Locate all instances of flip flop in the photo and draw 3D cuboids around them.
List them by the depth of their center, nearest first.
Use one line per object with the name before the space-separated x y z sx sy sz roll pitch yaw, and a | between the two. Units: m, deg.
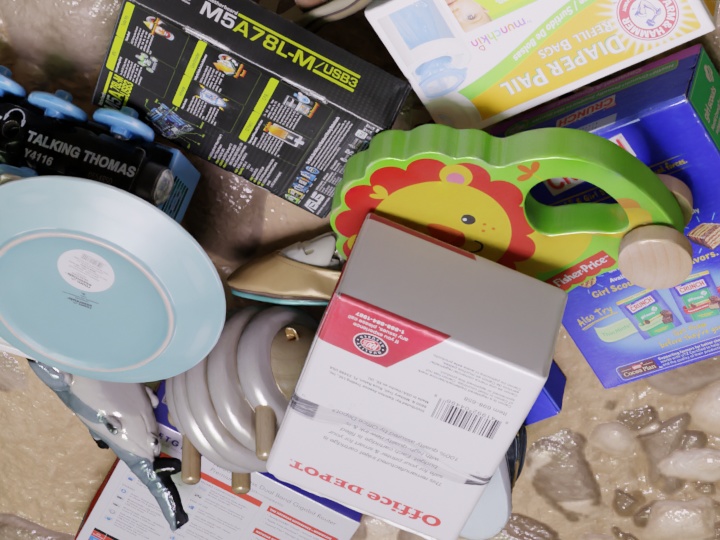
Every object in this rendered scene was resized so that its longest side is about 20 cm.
flip flop | -0.022 -0.206 1.281 0.058 0.081 0.200 32 149 -22

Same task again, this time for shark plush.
shark plush | -0.193 0.113 1.570 0.200 0.091 0.083 45 141 -2

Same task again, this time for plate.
plate | -0.194 0.016 1.380 0.200 0.026 0.200 9 135 9

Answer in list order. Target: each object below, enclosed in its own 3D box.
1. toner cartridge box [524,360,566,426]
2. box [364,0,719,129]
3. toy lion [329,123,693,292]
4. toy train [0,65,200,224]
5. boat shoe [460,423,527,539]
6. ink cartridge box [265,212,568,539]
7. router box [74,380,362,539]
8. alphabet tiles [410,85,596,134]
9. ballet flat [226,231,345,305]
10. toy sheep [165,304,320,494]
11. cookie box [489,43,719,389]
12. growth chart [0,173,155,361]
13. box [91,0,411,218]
toner cartridge box | 0.051 0.096 1.531 0.200 0.043 0.095 -23 116 28
box | 0.121 -0.184 1.266 0.200 0.101 0.113 -22 117 28
toy lion | 0.089 -0.034 1.284 0.200 0.069 0.192 -29 126 36
toy train | -0.218 -0.080 1.428 0.200 0.087 0.114 19 168 17
boat shoe | 0.081 0.090 1.445 0.071 0.091 0.201 0 111 14
ink cartridge box | 0.034 0.077 1.314 0.144 0.084 0.200 22 137 -1
router box | -0.117 0.207 1.654 0.200 0.049 0.180 28 128 -6
alphabet tiles | 0.132 -0.063 1.414 0.199 0.008 0.168 8 128 9
ballet flat | 0.000 0.000 1.471 0.199 0.069 0.063 8 100 8
toy sheep | -0.084 0.094 1.486 0.200 0.138 0.138 -19 120 41
cookie box | 0.202 -0.033 1.365 0.171 0.075 0.200 -20 119 29
growth chart | -0.218 0.007 1.407 0.144 0.018 0.200 19 136 -2
box | -0.081 -0.121 1.345 0.193 0.048 0.200 29 160 -4
